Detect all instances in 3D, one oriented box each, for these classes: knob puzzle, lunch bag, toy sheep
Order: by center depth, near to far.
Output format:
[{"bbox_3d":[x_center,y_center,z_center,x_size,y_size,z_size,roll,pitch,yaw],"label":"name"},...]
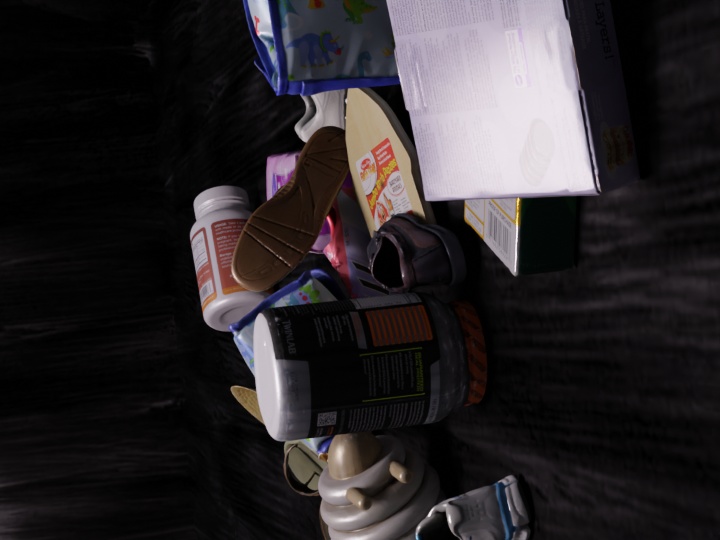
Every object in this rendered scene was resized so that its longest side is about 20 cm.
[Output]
[{"bbox_3d":[-0.018,-0.251,1.579,0.128,0.169,0.201,105,153,-56],"label":"lunch bag"},{"bbox_3d":[0.033,-0.095,1.694,0.220,0.030,0.221,163,90,-73],"label":"knob puzzle"},{"bbox_3d":[0.027,0.241,1.699,0.201,0.137,0.138,64,173,-18],"label":"toy sheep"},{"bbox_3d":[-0.047,0.097,1.817,0.171,0.127,0.200,56,176,2],"label":"lunch bag"}]

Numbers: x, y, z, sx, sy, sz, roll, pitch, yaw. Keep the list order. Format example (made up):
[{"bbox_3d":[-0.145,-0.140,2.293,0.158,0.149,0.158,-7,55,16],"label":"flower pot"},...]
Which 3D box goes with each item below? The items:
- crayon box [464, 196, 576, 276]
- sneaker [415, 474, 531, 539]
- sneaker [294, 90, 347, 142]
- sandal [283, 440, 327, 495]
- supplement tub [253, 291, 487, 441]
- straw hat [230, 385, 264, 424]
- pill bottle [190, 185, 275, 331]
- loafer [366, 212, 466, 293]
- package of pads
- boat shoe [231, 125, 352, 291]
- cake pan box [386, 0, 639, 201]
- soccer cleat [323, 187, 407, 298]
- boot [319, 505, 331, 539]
[{"bbox_3d":[0.124,-0.113,1.302,0.126,0.051,0.201,-124,31,-63],"label":"crayon box"},{"bbox_3d":[0.087,0.238,1.529,0.200,0.086,0.075,107,153,-61],"label":"sneaker"},{"bbox_3d":[-0.035,-0.232,1.857,0.075,0.081,0.201,-132,40,-71],"label":"sneaker"},{"bbox_3d":[-0.063,0.231,1.995,0.057,0.080,0.201,-56,-6,-15],"label":"sandal"},{"bbox_3d":[0.008,0.085,1.549,0.123,0.199,0.123,175,90,-77],"label":"supplement tub"},{"bbox_3d":[-0.051,0.163,2.038,0.085,0.201,0.201,-56,5,-15],"label":"straw hat"},{"bbox_3d":[-0.193,-0.020,2.536,0.112,0.111,0.201,109,152,-60],"label":"pill bottle"},{"bbox_3d":[0.036,-0.012,1.604,0.200,0.063,0.072,-173,66,-71],"label":"loafer"},{"bbox_3d":[-0.061,-0.084,2.035,0.200,0.075,0.121,-167,69,-76],"label":"package of pads"},{"bbox_3d":[-0.068,-0.058,1.790,0.201,0.072,0.072,-61,-6,-17],"label":"boat shoe"},{"bbox_3d":[0.100,-0.150,1.195,0.184,0.052,0.201,-3,102,50],"label":"cake pan box"},{"bbox_3d":[0.000,0.000,1.810,0.067,0.076,0.201,108,154,-59],"label":"soccer cleat"},{"bbox_3d":[-0.002,0.302,1.950,0.201,0.074,0.097,103,160,-49],"label":"boot"}]
